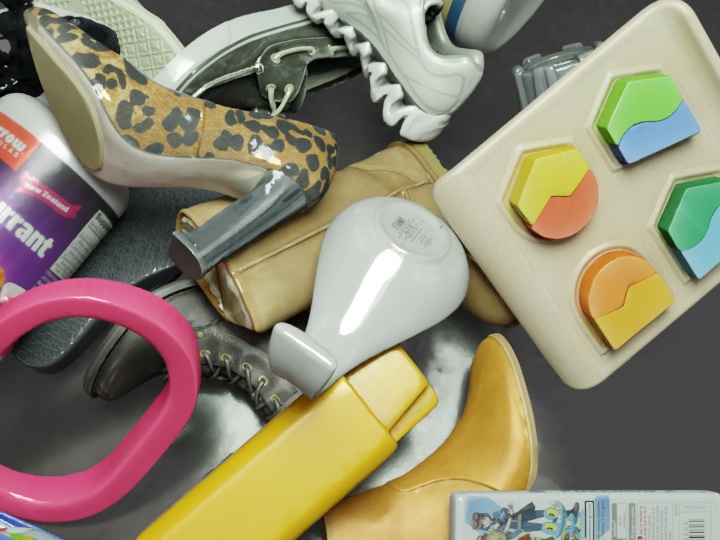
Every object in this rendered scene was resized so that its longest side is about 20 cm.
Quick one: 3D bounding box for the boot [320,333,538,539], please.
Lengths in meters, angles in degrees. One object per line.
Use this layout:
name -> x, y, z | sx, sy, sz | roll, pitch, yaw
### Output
boot -> 0.043, 0.146, 0.720 | 0.141, 0.071, 0.205 | -2, 78, -9

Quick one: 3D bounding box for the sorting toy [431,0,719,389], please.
sorting toy -> 0.172, -0.042, 0.705 | 0.199, 0.037, 0.186 | -37, 110, 3

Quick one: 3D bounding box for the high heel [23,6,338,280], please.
high heel -> -0.110, -0.105, 0.690 | 0.142, 0.071, 0.201 | -37, 86, -33

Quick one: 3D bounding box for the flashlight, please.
flashlight -> 0.158, -0.052, 0.753 | 0.067, 0.068, 0.203 | -8, 110, 30

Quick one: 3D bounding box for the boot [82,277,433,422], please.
boot -> -0.069, 0.079, 0.741 | 0.199, 0.069, 0.175 | -34, 76, -15

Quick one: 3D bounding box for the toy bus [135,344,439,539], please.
toy bus -> -0.042, 0.122, 0.672 | 0.199, 0.078, 0.065 | -40, 87, -6

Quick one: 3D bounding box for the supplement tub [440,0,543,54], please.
supplement tub -> 0.058, -0.277, 0.823 | 0.199, 0.145, 0.145 | 40, 74, 10

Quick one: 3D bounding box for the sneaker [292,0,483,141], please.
sneaker -> 0.012, -0.193, 0.782 | 0.201, 0.081, 0.075 | 50, 38, 0

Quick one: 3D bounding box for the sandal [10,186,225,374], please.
sandal -> -0.168, -0.006, 0.784 | 0.199, 0.043, 0.076 | -38, 70, -4

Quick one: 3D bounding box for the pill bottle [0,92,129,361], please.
pill bottle -> -0.226, -0.045, 0.727 | 0.111, 0.112, 0.201 | 35, 78, 9

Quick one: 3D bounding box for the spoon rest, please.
spoon rest -> 0.002, 0.015, 0.658 | 0.099, 0.061, 0.200 | 35, 37, 8

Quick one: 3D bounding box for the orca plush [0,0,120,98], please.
orca plush -> -0.277, -0.154, 0.780 | 0.196, 0.107, 0.071 | 15, 32, 2

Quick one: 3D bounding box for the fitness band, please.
fitness band -> -0.187, 0.082, 0.682 | 0.142, 0.200, 0.038 | 29, 29, -26

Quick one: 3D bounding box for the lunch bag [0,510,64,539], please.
lunch bag -> -0.243, 0.234, 0.654 | 0.197, 0.128, 0.172 | 22, 78, 12

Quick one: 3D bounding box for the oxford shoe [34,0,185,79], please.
oxford shoe -> -0.182, -0.179, 0.824 | 0.200, 0.058, 0.075 | 42, 114, 0

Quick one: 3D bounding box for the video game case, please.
video game case -> 0.143, 0.242, 0.686 | 0.179, 0.022, 0.204 | 2, 86, -10

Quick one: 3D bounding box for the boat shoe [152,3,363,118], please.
boat shoe -> -0.066, -0.144, 0.785 | 0.199, 0.071, 0.064 | -32, 81, -39

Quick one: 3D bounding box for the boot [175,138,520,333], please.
boot -> 0.000, 0.000, 0.738 | 0.198, 0.067, 0.176 | -23, 61, -35
